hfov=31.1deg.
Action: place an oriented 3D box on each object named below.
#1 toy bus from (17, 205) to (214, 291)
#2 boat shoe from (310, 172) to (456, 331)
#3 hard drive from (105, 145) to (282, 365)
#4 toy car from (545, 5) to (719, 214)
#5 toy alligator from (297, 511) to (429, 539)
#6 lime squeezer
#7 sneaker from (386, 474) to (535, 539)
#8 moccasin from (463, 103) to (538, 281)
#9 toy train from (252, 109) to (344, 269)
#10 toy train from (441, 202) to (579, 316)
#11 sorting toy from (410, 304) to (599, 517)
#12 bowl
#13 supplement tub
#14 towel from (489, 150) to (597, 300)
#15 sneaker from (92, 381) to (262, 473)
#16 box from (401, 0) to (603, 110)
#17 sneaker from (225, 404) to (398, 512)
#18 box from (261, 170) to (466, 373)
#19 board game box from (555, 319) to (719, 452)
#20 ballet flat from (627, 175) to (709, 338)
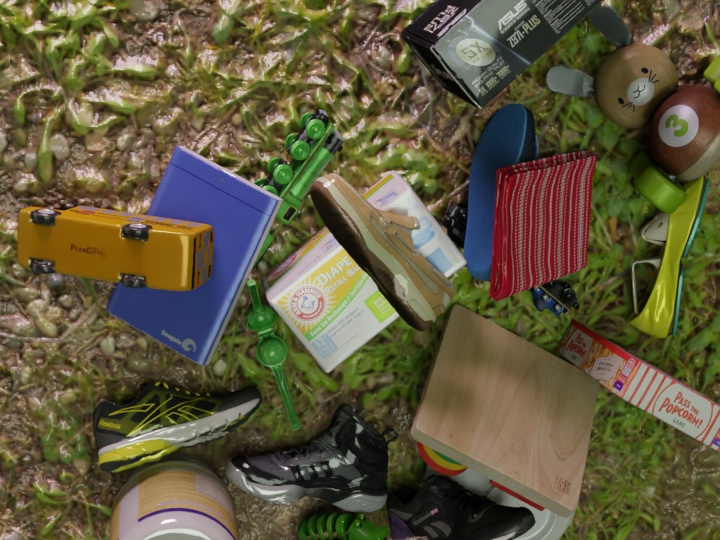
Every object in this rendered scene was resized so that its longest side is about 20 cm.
[{"bbox_3d":[-0.262,-0.027,1.374,0.198,0.078,0.066,9,106,14],"label":"toy bus"},{"bbox_3d":[0.028,-0.033,1.349,0.076,0.072,0.200,-43,114,-12],"label":"boat shoe"},{"bbox_3d":[-0.183,-0.016,1.411,0.131,0.025,0.201,28,101,12],"label":"hard drive"},{"bbox_3d":[0.311,-0.194,1.419,0.199,0.158,0.165,36,107,-5],"label":"toy car"},{"bbox_3d":[-0.010,0.305,1.503,0.199,0.059,0.055,-14,107,34],"label":"toy alligator"},{"bbox_3d":[-0.099,0.082,1.460,0.038,0.071,0.201,-26,121,-20],"label":"lime squeezer"},{"bbox_3d":[0.104,0.276,1.476,0.199,0.075,0.088,-18,88,40],"label":"sneaker"},{"bbox_3d":[0.161,-0.083,1.449,0.068,0.080,0.202,19,83,-40],"label":"moccasin"},{"bbox_3d":[-0.087,-0.086,1.431,0.056,0.042,0.201,34,97,-26],"label":"toy train"},{"bbox_3d":[0.174,-0.007,1.497,0.199,0.034,0.046,36,100,-16],"label":"toy train"},{"bbox_3d":[0.157,0.168,1.467,0.198,0.201,0.070,28,134,-5],"label":"sorting toy"},{"bbox_3d":[0.179,0.270,1.545,0.199,0.090,0.203,-2,105,-9],"label":"bowl"},{"bbox_3d":[-0.206,0.298,1.429,0.144,0.200,0.147,-2,106,-8],"label":"supplement tub"},{"bbox_3d":[0.205,-0.053,1.431,0.199,0.022,0.146,-16,114,-50],"label":"towel"},{"bbox_3d":[-0.208,0.158,1.457,0.198,0.075,0.085,-17,75,-20],"label":"sneaker"},{"bbox_3d":[0.154,-0.275,1.354,0.200,0.164,0.086,-41,108,4],"label":"box"},{"bbox_3d":[-0.053,0.210,1.500,0.198,0.075,0.115,11,102,-18],"label":"sneaker"},{"bbox_3d":[0.000,0.000,1.434,0.200,0.101,0.113,-39,108,2],"label":"box"},{"bbox_3d":[0.325,0.131,1.472,0.151,0.200,0.047,29,94,-16],"label":"board game box"},{"bbox_3d":[0.355,-0.018,1.513,0.066,0.067,0.202,12,105,9],"label":"ballet flat"}]
